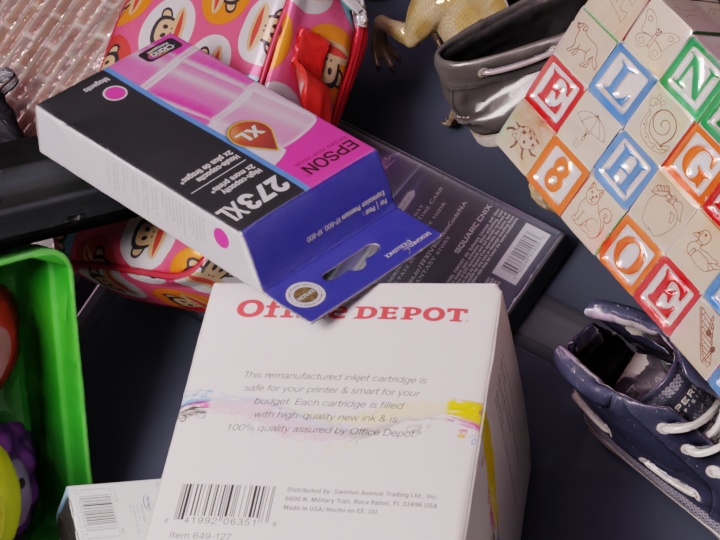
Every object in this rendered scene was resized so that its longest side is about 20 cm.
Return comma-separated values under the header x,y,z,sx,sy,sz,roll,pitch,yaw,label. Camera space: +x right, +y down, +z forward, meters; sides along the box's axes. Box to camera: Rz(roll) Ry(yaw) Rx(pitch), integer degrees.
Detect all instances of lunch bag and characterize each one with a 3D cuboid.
x,y,z,sx,sy,sz,roll,pitch,yaw,label
-0.078,-0.078,1.179,0.176,0.082,0.200,7,75,48,lunch bag

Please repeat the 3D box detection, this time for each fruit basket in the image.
x,y,z,sx,sy,sz,roll,pitch,yaw,label
-0.210,0.096,1.101,0.155,0.216,0.216,-15,52,-23,fruit basket

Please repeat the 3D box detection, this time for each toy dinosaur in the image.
x,y,z,sx,sy,sz,roll,pitch,yaw,label
0.047,-0.145,1.182,0.058,0.101,0.200,-37,83,-28,toy dinosaur

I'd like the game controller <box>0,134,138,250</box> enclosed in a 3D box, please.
x,y,z,sx,sy,sz,roll,pitch,yaw,label
-0.205,-0.035,1.105,0.200,0.042,0.104,-15,20,-23,game controller

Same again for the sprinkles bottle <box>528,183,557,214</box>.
x,y,z,sx,sy,sz,roll,pitch,yaw,label
0.176,-0.014,1.079,0.068,0.068,0.200,-48,54,-5,sprinkles bottle

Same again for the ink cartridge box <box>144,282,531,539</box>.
x,y,z,sx,sy,sz,roll,pitch,yaw,label
-0.006,0.123,1.005,0.147,0.145,0.200,1,48,13,ink cartridge box

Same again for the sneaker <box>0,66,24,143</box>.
x,y,z,sx,sy,sz,roll,pitch,yaw,label
-0.294,-0.061,1.326,0.200,0.076,0.114,-18,57,9,sneaker

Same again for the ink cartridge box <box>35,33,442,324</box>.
x,y,z,sx,sy,sz,roll,pitch,yaw,label
-0.062,-0.050,1.059,0.200,0.037,0.095,33,49,31,ink cartridge box

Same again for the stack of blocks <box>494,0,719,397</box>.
x,y,z,sx,sy,sz,roll,pitch,yaw,label
0.166,-0.039,1.000,0.200,0.059,0.115,52,123,29,stack of blocks

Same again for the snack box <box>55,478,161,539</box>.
x,y,z,sx,sy,sz,roll,pitch,yaw,label
-0.078,0.197,1.069,0.116,0.037,0.200,-2,54,-21,snack box

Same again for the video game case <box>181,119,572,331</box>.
x,y,z,sx,sy,sz,roll,pitch,yaw,label
0.000,0.000,1.185,0.200,0.019,0.143,29,79,36,video game case

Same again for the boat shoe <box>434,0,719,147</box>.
x,y,z,sx,sy,sz,roll,pitch,yaw,label
0.130,-0.136,1.091,0.200,0.057,0.067,-33,32,6,boat shoe

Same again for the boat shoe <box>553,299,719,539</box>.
x,y,z,sx,sy,sz,roll,pitch,yaw,label
0.175,0.086,1.011,0.200,0.093,0.075,29,79,34,boat shoe
